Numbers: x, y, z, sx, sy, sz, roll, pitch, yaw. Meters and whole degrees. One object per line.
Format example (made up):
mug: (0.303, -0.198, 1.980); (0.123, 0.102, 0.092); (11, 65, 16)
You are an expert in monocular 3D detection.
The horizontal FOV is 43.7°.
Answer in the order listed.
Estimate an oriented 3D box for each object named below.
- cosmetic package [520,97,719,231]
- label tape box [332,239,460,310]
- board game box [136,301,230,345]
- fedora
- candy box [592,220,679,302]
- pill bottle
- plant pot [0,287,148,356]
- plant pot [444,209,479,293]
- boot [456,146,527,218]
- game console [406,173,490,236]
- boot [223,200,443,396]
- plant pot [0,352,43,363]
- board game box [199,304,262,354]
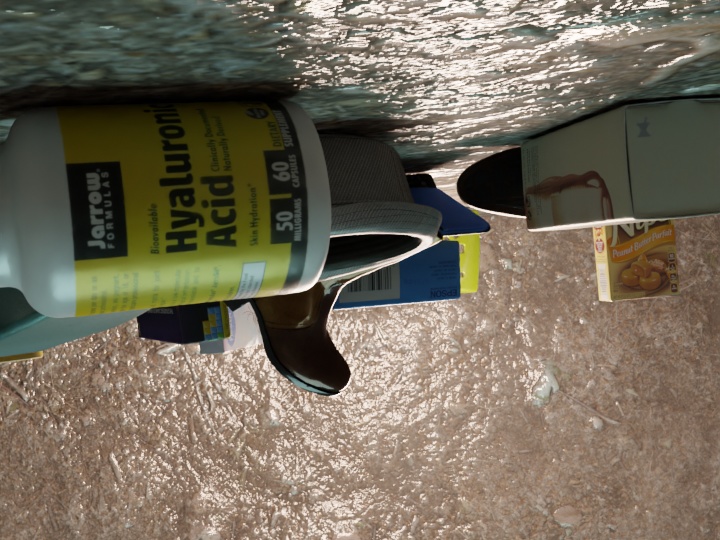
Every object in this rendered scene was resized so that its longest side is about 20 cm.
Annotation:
cosmetic package: (0.219, -0.082, 0.751); (0.103, 0.087, 0.200); (-5, 180, -10)
label tape box: (0.000, 0.000, 0.978); (0.143, 0.066, 0.200); (-5, -177, -22)
board game box: (-0.209, -0.006, 0.995); (0.057, 0.166, 0.200); (-6, 180, -26)
fedora: (-0.038, -0.048, 0.695); (0.200, 0.090, 0.177); (-17, 167, 34)
candy box: (0.433, -0.055, 1.423); (0.115, 0.200, 0.055); (-6, -178, -8)
pill bottle: (-0.125, -0.033, 0.482); (0.200, 0.111, 0.111); (-6, -179, -21)
plant pot: (-0.230, -0.018, 0.645); (0.200, 0.142, 0.141); (-13, 177, 31)
plant pot: (0.152, -0.047, 2.135); (0.181, 0.199, 0.200); (2, 178, -29)
boot: (0.183, -0.088, 0.925); (0.200, 0.075, 0.097); (-8, 178, -13)
game console: (0.012, -0.045, 1.023); (0.200, 0.118, 0.171); (-5, 154, -37)
boot: (-0.011, 0.009, 0.818); (0.200, 0.188, 0.068); (-31, -167, 23)
plant pot: (-0.614, 0.045, 1.399); (0.194, 0.200, 0.195); (-6, -178, -25)
board game box: (-0.162, 0.004, 1.252); (0.043, 0.200, 0.199); (-4, -179, 23)
